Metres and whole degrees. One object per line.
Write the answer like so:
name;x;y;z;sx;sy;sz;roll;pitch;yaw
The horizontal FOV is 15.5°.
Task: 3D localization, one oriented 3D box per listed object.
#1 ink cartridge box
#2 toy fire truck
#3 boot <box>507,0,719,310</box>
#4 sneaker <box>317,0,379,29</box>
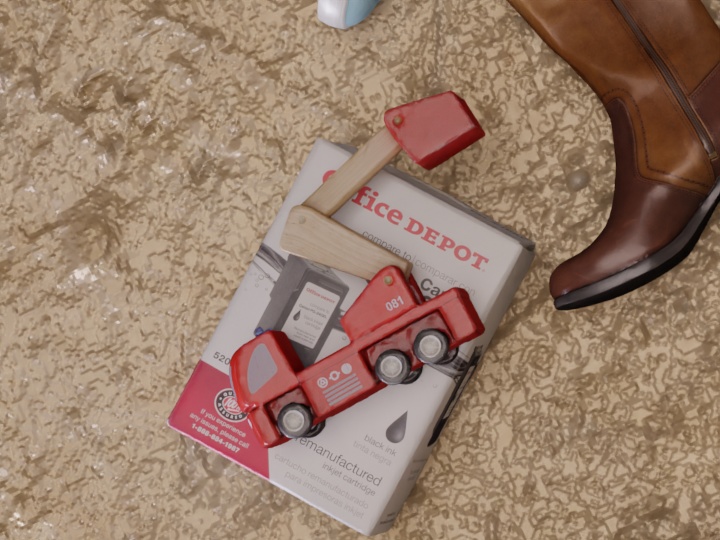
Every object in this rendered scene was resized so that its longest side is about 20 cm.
ink cartridge box;-0.004;0.038;1.597;0.145;0.083;0.200;28;92;10
toy fire truck;0.000;0.000;1.531;0.200;0.049;0.141;-29;82;8
boot;0.147;-0.097;1.586;0.188;0.068;0.200;-37;81;7
sneaker;0.050;-0.223;1.605;0.082;0.074;0.200;34;94;13
